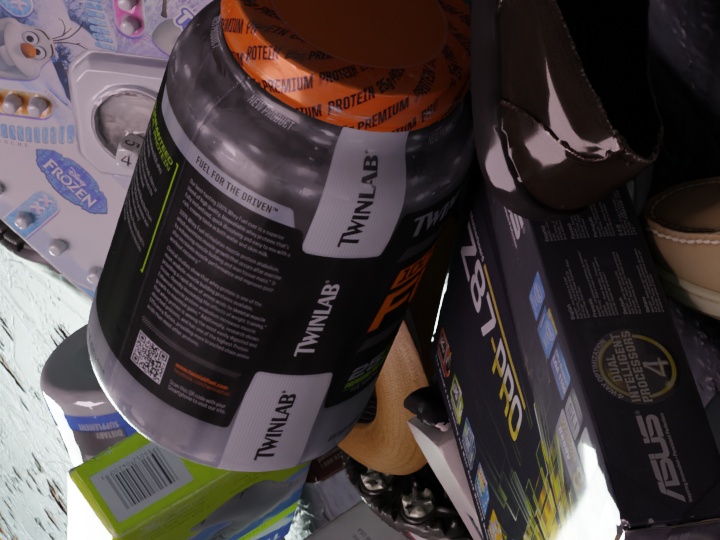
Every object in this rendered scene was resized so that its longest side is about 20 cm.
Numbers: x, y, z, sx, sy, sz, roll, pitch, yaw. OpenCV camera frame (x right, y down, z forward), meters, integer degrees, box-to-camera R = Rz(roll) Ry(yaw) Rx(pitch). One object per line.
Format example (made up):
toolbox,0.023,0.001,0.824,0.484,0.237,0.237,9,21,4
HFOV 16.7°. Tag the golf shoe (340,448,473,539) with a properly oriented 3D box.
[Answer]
golf shoe,0.063,0.133,1.222,0.200,0.077,0.088,36,155,42

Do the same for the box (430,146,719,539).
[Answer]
box,0.079,0.057,0.926,0.161,0.049,0.200,103,158,-51

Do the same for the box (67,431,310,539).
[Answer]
box,-0.089,0.123,1.254,0.048,0.122,0.200,54,160,17

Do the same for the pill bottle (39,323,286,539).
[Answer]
pill bottle,-0.111,0.129,1.507,0.114,0.114,0.200,22,138,54

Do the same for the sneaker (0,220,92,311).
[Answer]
sneaker,-0.124,0.003,1.254,0.200,0.075,0.079,35,156,51

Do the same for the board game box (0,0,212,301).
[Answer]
board game box,-0.097,-0.061,1.056,0.200,0.026,0.200,43,129,-14

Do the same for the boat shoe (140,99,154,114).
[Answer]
boat shoe,-0.099,-0.091,1.159,0.073,0.074,0.200,50,172,-24

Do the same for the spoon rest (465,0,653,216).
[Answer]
spoon rest,0.052,-0.101,0.974,0.200,0.061,0.099,62,154,-6

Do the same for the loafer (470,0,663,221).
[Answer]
loafer,0.078,-0.119,0.858,0.071,0.073,0.200,-6,92,46

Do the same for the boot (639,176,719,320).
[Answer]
boot,0.151,-0.059,0.818,0.200,0.072,0.155,6,124,55

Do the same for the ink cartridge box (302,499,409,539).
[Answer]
ink cartridge box,0.005,0.228,1.286,0.145,0.200,0.145,47,154,26

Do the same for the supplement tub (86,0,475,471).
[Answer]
supplement tub,-0.029,-0.026,0.961,0.123,0.123,0.200,47,137,25

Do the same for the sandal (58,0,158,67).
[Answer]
sandal,-0.054,-0.154,1.016,0.080,0.057,0.201,40,113,-4

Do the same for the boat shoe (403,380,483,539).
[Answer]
boat shoe,0.104,0.120,1.093,0.200,0.093,0.075,62,171,-18

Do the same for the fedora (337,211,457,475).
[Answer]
fedora,0.000,0.000,1.174,0.201,0.082,0.201,51,157,31

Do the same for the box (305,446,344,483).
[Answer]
box,-0.060,0.014,1.323,0.200,0.075,0.100,63,157,-6

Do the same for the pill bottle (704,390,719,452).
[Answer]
pill bottle,0.159,0.128,0.975,0.111,0.111,0.200,46,154,28
